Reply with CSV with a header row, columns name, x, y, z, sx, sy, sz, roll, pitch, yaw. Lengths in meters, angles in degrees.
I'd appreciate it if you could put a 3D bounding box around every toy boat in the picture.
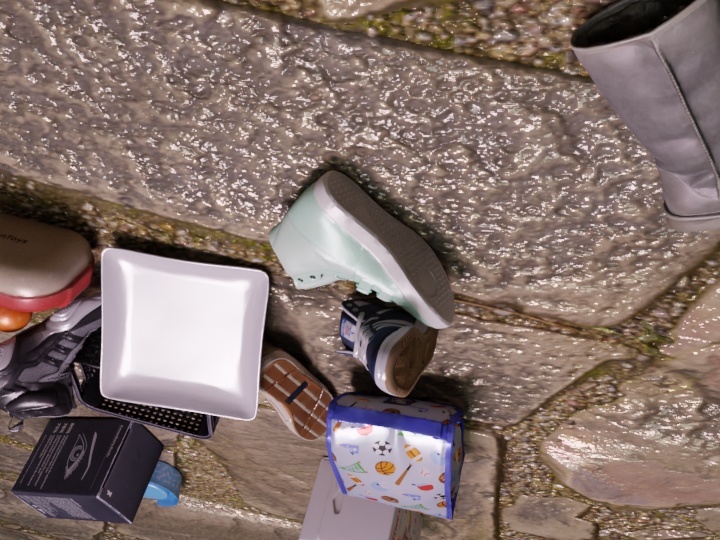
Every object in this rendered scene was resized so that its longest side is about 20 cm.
name,x,y,z,sx,sy,sz,roll,pitch,yaw
toy boat,-0.416,0.014,0.849,0.199,0.131,0.131,14,120,5

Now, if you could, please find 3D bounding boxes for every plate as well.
name,x,y,z,sx,sy,sz,roll,pitch,yaw
plate,-0.212,0.075,0.879,0.199,0.032,0.200,8,109,2

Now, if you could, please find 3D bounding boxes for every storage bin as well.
name,x,y,z,sx,sy,sz,roll,pitch,yaw
storage bin,-0.284,0.142,0.999,0.199,0.094,0.135,15,141,4

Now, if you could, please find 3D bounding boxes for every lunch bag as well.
name,x,y,z,sx,sy,sz,roll,pitch,yaw
lunch bag,0.051,0.232,0.966,0.169,0.124,0.200,6,147,15

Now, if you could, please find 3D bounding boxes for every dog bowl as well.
name,x,y,z,sx,sy,sz,roll,pitch,yaw
dog bowl,-0.432,0.397,1.389,0.199,0.050,0.112,3,139,16

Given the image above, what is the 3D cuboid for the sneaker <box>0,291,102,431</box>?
name,x,y,z,sx,sy,sz,roll,pitch,yaw
sneaker,-0.362,0.110,0.891,0.114,0.200,0.075,60,161,-9

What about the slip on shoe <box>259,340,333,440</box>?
name,x,y,z,sx,sy,sz,roll,pitch,yaw
slip on shoe,-0.097,0.162,0.987,0.061,0.076,0.200,38,169,42

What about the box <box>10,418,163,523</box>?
name,x,y,z,sx,sy,sz,roll,pitch,yaw
box,-0.470,0.345,1.263,0.199,0.148,0.104,-4,137,24

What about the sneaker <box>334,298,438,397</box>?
name,x,y,z,sx,sy,sz,roll,pitch,yaw
sneaker,0.013,0.077,0.765,0.108,0.200,0.070,12,98,15

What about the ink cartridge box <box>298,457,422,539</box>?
name,x,y,z,sx,sy,sz,roll,pitch,yaw
ink cartridge box,0.008,0.420,1.183,0.144,0.146,0.200,1,139,19

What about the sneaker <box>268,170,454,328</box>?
name,x,y,z,sx,sy,sz,roll,pitch,yaw
sneaker,0.000,0.000,0.741,0.200,0.074,0.118,44,128,-16

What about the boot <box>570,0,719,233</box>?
name,x,y,z,sx,sy,sz,roll,pitch,yaw
boot,0.270,-0.121,0.519,0.181,0.073,0.200,-15,125,31
